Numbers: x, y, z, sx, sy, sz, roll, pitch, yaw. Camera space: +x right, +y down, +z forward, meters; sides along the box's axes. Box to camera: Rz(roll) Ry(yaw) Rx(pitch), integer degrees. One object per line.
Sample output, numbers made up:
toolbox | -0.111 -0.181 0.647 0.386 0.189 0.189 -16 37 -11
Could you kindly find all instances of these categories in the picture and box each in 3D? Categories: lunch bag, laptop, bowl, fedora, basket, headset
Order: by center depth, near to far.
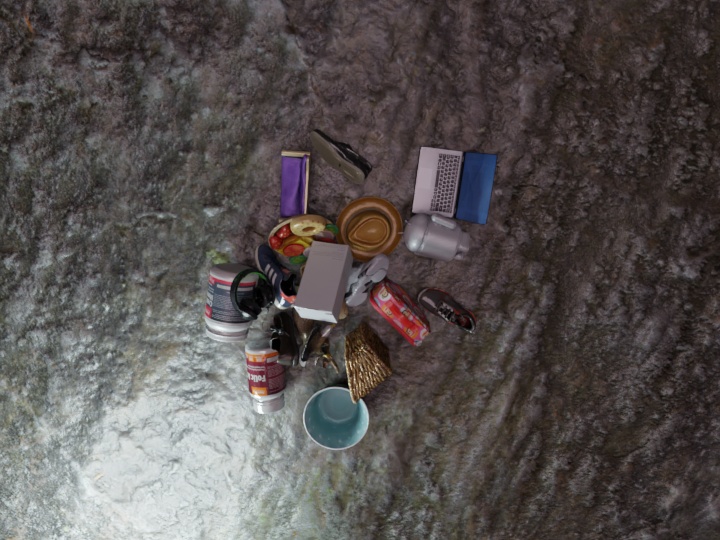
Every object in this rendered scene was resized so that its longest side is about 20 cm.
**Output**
headset | -0.277 0.092 1.441 0.123 0.093 0.202 -43 125 -33
laptop | 0.255 -0.237 1.446 0.197 0.116 0.190 7 101 -1
fedora | 0.024 -0.113 1.491 0.197 0.082 0.204 0 101 1
lunch bag | 0.115 0.119 1.492 0.082 0.176 0.200 -44 98 9
basket | -0.008 0.257 1.510 0.149 0.200 0.143 -41 100 9
bowl | -0.071 0.427 1.595 0.197 0.105 0.204 0 103 1

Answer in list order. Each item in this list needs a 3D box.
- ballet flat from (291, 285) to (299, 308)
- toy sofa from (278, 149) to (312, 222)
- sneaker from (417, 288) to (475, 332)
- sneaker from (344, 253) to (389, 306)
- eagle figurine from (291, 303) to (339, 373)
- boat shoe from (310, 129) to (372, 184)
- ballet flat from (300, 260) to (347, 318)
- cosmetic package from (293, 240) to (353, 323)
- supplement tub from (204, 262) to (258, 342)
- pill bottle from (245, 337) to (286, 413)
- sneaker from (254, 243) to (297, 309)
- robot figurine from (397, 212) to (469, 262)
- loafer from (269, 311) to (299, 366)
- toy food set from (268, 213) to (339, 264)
ballet flat | -0.162 0.094 1.547 0.197 0.070 0.070 18 102 -3
toy sofa | -0.184 -0.232 1.463 0.081 0.098 0.203 4 103 -1
sneaker | 0.261 0.118 1.537 0.198 0.082 0.078 28 101 -5
sneaker | 0.000 0.000 1.483 0.074 0.116 0.201 2 137 -38
eagle figurine | -0.139 0.191 1.505 0.150 0.200 0.152 12 64 36
boat shoe | -0.056 -0.328 1.467 0.199 0.072 0.068 39 64 0
ballet flat | -0.112 0.059 1.495 0.070 0.065 0.201 -40 84 16
cosmetic package | -0.096 0.030 1.412 0.111 0.081 0.203 9 67 15
supplement tub | -0.374 0.090 1.511 0.138 0.140 0.203 10 102 -1
pill bottle | -0.282 0.315 1.570 0.112 0.114 0.203 -3 101 1
sneaker | -0.231 0.005 1.499 0.084 0.075 0.202 -31 84 37
robot figurine | 0.207 -0.093 1.475 0.197 0.114 0.170 17 138 -7
loafer | -0.228 0.192 1.504 0.070 0.201 0.074 0 124 -23
toy food set | -0.157 -0.090 1.460 0.198 0.198 0.049 -26 60 20
